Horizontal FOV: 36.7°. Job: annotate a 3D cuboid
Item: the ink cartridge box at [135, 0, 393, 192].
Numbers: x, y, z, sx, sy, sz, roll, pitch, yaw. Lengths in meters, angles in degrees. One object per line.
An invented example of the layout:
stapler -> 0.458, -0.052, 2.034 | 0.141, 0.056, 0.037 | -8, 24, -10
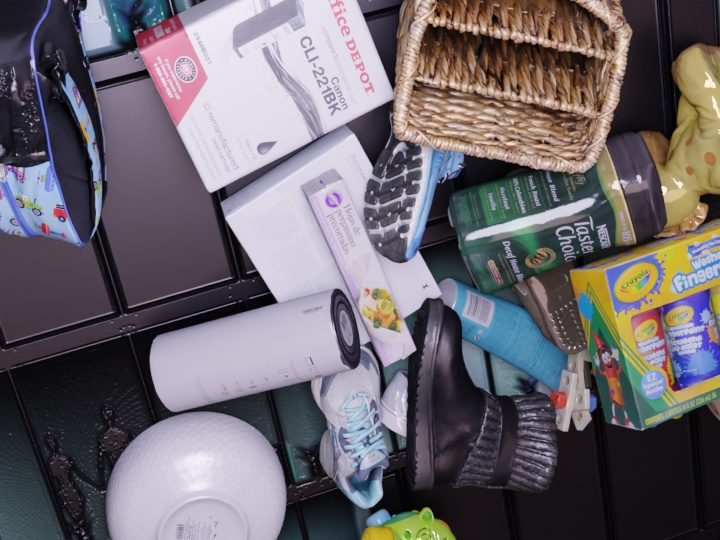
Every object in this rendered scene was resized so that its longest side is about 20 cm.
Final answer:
ink cartridge box -> -0.086, -0.187, 1.000 | 0.198, 0.084, 0.146 | -27, 114, -4

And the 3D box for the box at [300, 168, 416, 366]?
box -> 0.000, 0.000, 1.064 | 0.038, 0.041, 0.202 | -26, 114, -5

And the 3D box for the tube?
tube -> 0.165, 0.068, 1.188 | 0.198, 0.050, 0.078 | 25, 99, -27

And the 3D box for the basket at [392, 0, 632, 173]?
basket -> 0.136, -0.196, 0.960 | 0.196, 0.151, 0.144 | 11, 141, -8

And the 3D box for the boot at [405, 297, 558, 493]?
boot -> 0.128, 0.130, 1.124 | 0.155, 0.080, 0.215 | 0, 108, -6

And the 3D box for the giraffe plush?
giraffe plush -> 0.338, -0.110, 1.121 | 0.171, 0.203, 0.161 | 26, 136, -34

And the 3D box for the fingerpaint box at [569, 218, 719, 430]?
fingerpaint box -> 0.335, 0.051, 1.131 | 0.197, 0.073, 0.170 | -16, 95, -20

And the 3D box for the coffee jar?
coffee jar -> 0.189, -0.055, 1.037 | 0.197, 0.086, 0.105 | -20, 137, 12

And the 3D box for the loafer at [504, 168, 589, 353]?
loafer -> 0.185, -0.007, 1.149 | 0.075, 0.067, 0.203 | -21, 96, -22

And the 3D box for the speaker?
speaker -> -0.104, 0.080, 1.061 | 0.197, 0.082, 0.082 | -15, 116, 16

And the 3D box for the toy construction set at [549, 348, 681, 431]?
toy construction set -> 0.283, 0.117, 1.208 | 0.197, 0.092, 0.133 | 2, 114, -37

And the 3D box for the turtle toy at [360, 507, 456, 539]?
turtle toy -> 0.041, 0.352, 1.229 | 0.143, 0.101, 0.203 | 15, 106, -18

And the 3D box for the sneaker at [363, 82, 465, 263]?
sneaker -> 0.068, -0.100, 1.050 | 0.089, 0.078, 0.203 | 27, 72, -36

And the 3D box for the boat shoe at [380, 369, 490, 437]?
boat shoe -> 0.115, 0.160, 1.200 | 0.197, 0.072, 0.069 | 21, 105, -12

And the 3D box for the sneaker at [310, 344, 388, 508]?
sneaker -> 0.002, 0.165, 1.131 | 0.076, 0.087, 0.202 | -20, 132, -17

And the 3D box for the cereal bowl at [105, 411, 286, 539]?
cereal bowl -> -0.170, 0.258, 1.147 | 0.196, 0.083, 0.204 | -6, 112, -14

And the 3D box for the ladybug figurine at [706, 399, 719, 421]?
ladybug figurine -> 0.447, 0.108, 1.263 | 0.135, 0.072, 0.201 | -38, 115, 1

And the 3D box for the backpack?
backpack -> -0.288, -0.122, 0.927 | 0.132, 0.184, 0.203 | -8, 124, -3

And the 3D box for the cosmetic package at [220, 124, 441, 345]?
cosmetic package -> -0.027, -0.021, 1.097 | 0.149, 0.052, 0.202 | -31, 115, 0
